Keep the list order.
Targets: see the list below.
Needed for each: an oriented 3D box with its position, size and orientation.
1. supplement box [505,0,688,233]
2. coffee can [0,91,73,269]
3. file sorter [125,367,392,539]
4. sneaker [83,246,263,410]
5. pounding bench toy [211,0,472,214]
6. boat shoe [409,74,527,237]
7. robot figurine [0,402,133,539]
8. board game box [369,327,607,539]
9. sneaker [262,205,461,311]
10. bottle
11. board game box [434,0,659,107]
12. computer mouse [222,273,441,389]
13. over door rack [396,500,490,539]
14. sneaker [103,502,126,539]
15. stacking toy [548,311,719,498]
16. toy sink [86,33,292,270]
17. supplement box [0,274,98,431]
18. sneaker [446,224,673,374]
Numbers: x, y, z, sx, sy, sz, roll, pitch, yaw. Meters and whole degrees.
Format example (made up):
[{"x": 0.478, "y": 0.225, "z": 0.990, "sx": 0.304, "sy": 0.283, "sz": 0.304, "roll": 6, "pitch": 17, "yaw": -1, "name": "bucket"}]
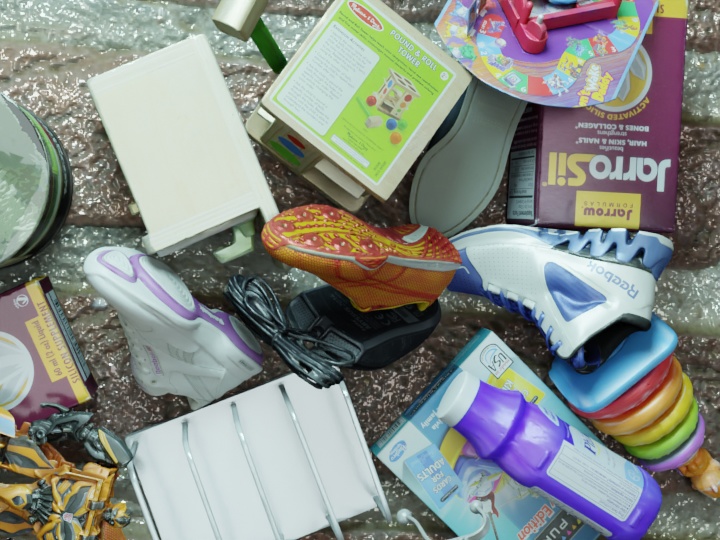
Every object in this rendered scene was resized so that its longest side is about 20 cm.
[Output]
[{"x": 0.204, "y": -0.136, "z": 1.182, "sx": 0.129, "sy": 0.103, "sz": 0.203, "roll": 2, "pitch": 92, "yaw": -8, "name": "supplement box"}, {"x": -0.309, "y": -0.070, "z": 1.069, "sx": 0.145, "sy": 0.200, "sz": 0.148, "roll": 0, "pitch": 93, "yaw": -7, "name": "coffee can"}, {"x": -0.085, "y": 0.179, "z": 1.145, "sx": 0.198, "sy": 0.125, "sz": 0.140, "roll": -21, "pitch": 95, "yaw": -7, "name": "file sorter"}, {"x": -0.167, "y": 0.057, "z": 1.120, "sx": 0.099, "sy": 0.075, "sz": 0.200, "roll": -39, "pitch": 132, "yaw": 10, "name": "sneaker"}, {"x": -0.038, "y": -0.159, "z": 1.119, "sx": 0.199, "sy": 0.156, "sz": 0.125, "roll": 37, "pitch": 81, "yaw": -8, "name": "pounding bench toy"}, {"x": 0.097, "y": -0.122, "z": 1.174, "sx": 0.074, "sy": 0.062, "sz": 0.202, "roll": 18, "pitch": 117, "yaw": -1, "name": "boat shoe"}, {"x": -0.277, "y": 0.170, "z": 1.057, "sx": 0.198, "sy": 0.058, "sz": 0.147, "roll": 16, "pitch": 98, "yaw": 2, "name": "robot figurine"}, {"x": 0.132, "y": 0.176, "z": 1.211, "sx": 0.200, "sy": 0.047, "sz": 0.151, "roll": 44, "pitch": 86, "yaw": -6, "name": "board game box"}, {"x": 0.000, "y": 0.000, "z": 1.078, "sx": 0.199, "sy": 0.073, "sz": 0.077, "roll": 13, "pitch": 119, "yaw": -42, "name": "sneaker"}, {"x": 0.159, "y": 0.156, "z": 1.148, "sx": 0.199, "sy": 0.084, "sz": 0.066, "roll": 32, "pitch": 95, "yaw": -7, "name": "bottle"}, {"x": 0.158, "y": -0.222, "z": 1.091, "sx": 0.157, "sy": 0.039, "sz": 0.201, "roll": 25, "pitch": 59, "yaw": 7, "name": "board game box"}, {"x": -0.014, "y": 0.047, "z": 1.147, "sx": 0.138, "sy": 0.199, "sz": 0.053, "roll": 43, "pitch": 126, "yaw": 30, "name": "computer mouse"}, {"x": 0.045, "y": 0.284, "z": 1.165, "sx": 0.198, "sy": 0.067, "sz": 0.148, "roll": -26, "pitch": 121, "yaw": 12, "name": "over door rack"}, {"x": -0.198, "y": 0.286, "z": 1.172, "sx": 0.077, "sy": 0.073, "sz": 0.202, "roll": -19, "pitch": 99, "yaw": -28, "name": "sneaker"}, {"x": 0.268, "y": 0.135, "z": 1.212, "sx": 0.109, "sy": 0.116, "sz": 0.200, "roll": -39, "pitch": 111, "yaw": 4, "name": "stacking toy"}, {"x": -0.143, "y": -0.077, "z": 1.126, "sx": 0.111, "sy": 0.130, "sz": 0.202, "roll": -23, "pitch": 96, "yaw": -6, "name": "toy sink"}, {"x": -0.334, "y": 0.095, "z": 1.128, "sx": 0.198, "sy": 0.086, "sz": 0.111, "roll": -25, "pitch": 95, "yaw": -6, "name": "supplement box"}, {"x": 0.161, "y": 0.027, "z": 1.141, "sx": 0.197, "sy": 0.080, "sz": 0.116, "roll": 0, "pitch": 73, "yaw": 25, "name": "sneaker"}]
